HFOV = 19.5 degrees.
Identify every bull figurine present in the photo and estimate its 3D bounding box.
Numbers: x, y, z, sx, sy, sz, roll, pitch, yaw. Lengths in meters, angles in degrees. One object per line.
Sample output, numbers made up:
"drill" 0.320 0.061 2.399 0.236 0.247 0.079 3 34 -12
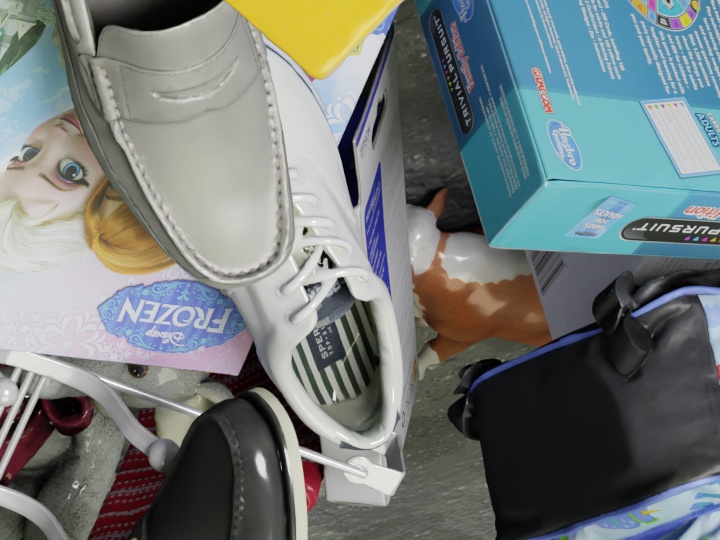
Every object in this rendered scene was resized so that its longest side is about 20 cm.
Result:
"bull figurine" 0.076 0.010 1.077 0.199 0.066 0.121 3 153 -20

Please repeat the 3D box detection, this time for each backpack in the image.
"backpack" 0.170 0.084 0.900 0.199 0.148 0.183 -4 165 -26

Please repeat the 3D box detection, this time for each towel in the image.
"towel" -0.069 0.087 1.046 0.144 0.200 0.023 -26 109 18

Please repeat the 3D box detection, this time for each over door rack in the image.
"over door rack" -0.089 0.120 0.885 0.199 0.067 0.148 16 117 -26

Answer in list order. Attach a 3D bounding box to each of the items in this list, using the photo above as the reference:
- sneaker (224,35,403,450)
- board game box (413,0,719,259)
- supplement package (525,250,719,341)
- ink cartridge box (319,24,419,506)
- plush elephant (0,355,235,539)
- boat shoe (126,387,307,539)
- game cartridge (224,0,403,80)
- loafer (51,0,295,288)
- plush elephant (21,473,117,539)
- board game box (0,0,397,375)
"sneaker" -0.024 -0.013 0.808 0.073 0.071 0.201 -34 130 -9
"board game box" 0.125 -0.079 0.854 0.199 0.152 0.047 3 147 -30
"supplement package" 0.187 -0.037 0.988 0.199 0.122 0.120 -3 149 -21
"ink cartridge box" 0.000 0.000 0.933 0.037 0.095 0.201 5 127 9
"plush elephant" -0.132 0.044 0.942 0.200 0.165 0.155 -25 178 -45
"boat shoe" -0.071 0.136 0.817 0.063 0.074 0.202 -1 125 -32
"game cartridge" -0.009 -0.172 0.523 0.176 0.032 0.200 41 116 -13
"loafer" -0.069 -0.080 0.706 0.070 0.070 0.201 -27 112 -10
"plush elephant" -0.203 0.165 1.116 0.200 0.165 0.155 -44 116 1
"board game box" -0.099 -0.061 0.804 0.199 0.041 0.200 8 116 -36
